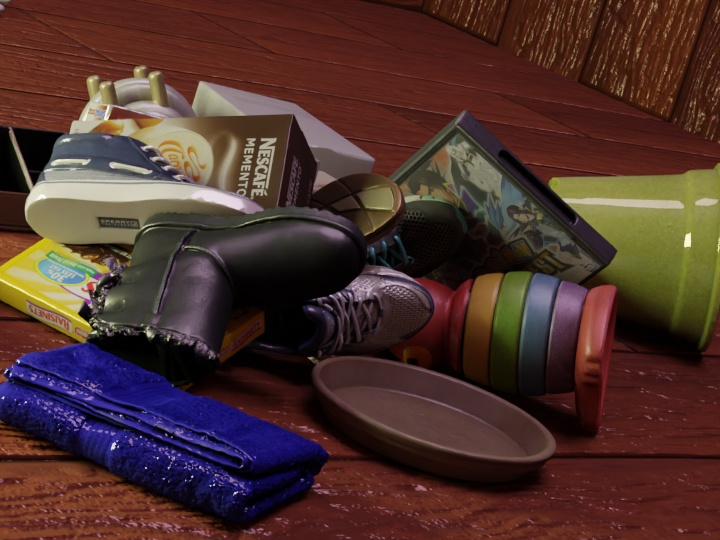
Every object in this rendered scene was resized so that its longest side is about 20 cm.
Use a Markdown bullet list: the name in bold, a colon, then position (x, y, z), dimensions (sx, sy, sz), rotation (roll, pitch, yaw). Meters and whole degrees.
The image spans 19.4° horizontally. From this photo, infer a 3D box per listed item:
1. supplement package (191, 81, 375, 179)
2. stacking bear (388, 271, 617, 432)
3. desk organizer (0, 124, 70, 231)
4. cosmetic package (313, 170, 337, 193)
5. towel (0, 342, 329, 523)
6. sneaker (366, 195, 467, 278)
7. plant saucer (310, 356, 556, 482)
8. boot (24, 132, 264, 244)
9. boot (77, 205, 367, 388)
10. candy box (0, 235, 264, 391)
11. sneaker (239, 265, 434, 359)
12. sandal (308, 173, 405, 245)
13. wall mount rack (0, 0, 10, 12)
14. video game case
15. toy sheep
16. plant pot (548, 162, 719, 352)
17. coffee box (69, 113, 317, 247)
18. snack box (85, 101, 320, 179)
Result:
- **supplement package**: position (-0.093, -0.097, 2.117), dimensions (0.121, 0.120, 0.200), rotation (12, 14, -29)
- **stacking bear**: position (0.114, 0.054, 1.802), dimensions (0.199, 0.122, 0.114), rotation (8, 56, 10)
- **desk organizer**: position (-0.284, -0.082, 1.902), dimensions (0.199, 0.077, 0.072), rotation (3, 19, -47)
- **cosmetic package**: position (-0.107, -0.045, 1.928), dimensions (0.199, 0.106, 0.071), rotation (5, 20, -38)
- **towel**: position (-0.132, 0.101, 1.415), dimensions (0.199, 0.050, 0.148), rotation (22, 15, 17)
- **sneaker**: position (0.000, 0.000, 1.829), dimensions (0.199, 0.078, 0.091), rotation (-22, 19, 15)
- **plant saucer**: position (0.054, 0.117, 1.636), dimensions (0.199, 0.030, 0.200), rotation (16, 14, -4)
- **boot**: position (-0.161, -0.066, 1.671), dimensions (0.199, 0.073, 0.091), rotation (8, 47, 7)
- **boot**: position (-0.104, 0.022, 1.557), dimensions (0.197, 0.074, 0.163), rotation (2, 33, 12)
- **candy box**: position (-0.182, 0.025, 1.632), dimensions (0.199, 0.027, 0.102), rotation (24, 43, 28)
- **sneaker**: position (-0.031, 0.043, 1.695), dimensions (0.199, 0.078, 0.085), rotation (-4, 13, -15)
- **sandal**: position (-0.034, -0.015, 1.774), dimensions (0.054, 0.200, 0.081), rotation (32, 36, -36)
- **wall mount rack**: position (-0.578, -0.420, 2.904), dimensions (0.200, 0.075, 0.173), rotation (27, 16, 38)
- **video game case**: position (0.101, -0.029, 1.857), dimensions (0.181, 0.200, 0.026), rotation (42, 50, -7)
- **toy sheep**: position (-0.217, -0.127, 2.054), dimensions (0.137, 0.139, 0.200), rotation (14, 7, -13)
- **plant pot**: position (0.282, -0.024, 2.209), dimensions (0.183, 0.202, 0.200), rotation (7, 13, 3)
- **coffee box**: position (-0.147, -0.063, 1.753), dimensions (0.199, 0.115, 0.080), rotation (-1, -31, 15)
- **snack box**: position (-0.139, -0.113, 1.853), dimensions (0.199, 0.024, 0.072), rotation (14, 2, -21)
